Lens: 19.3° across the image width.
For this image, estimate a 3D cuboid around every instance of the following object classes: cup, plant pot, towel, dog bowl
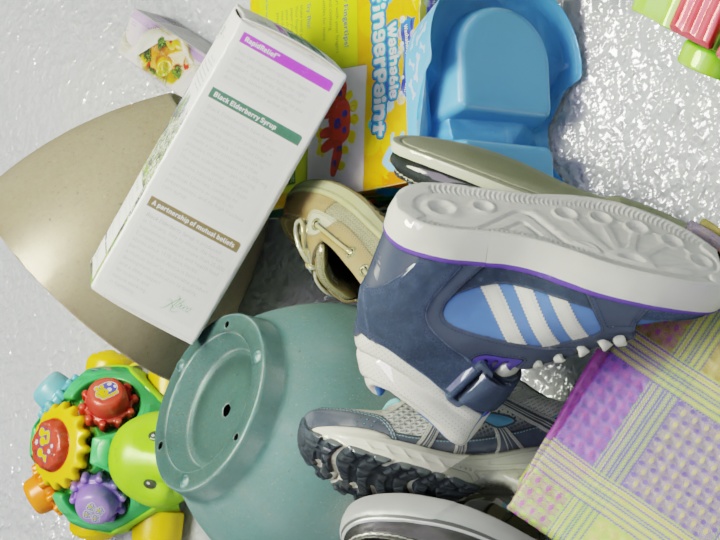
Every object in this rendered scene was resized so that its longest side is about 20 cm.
[{"bbox_3d":[-0.144,-0.039,1.490,0.143,0.200,0.200,-46,52,7],"label":"cup"},{"bbox_3d":[-0.046,0.104,1.349,0.200,0.134,0.201,-34,43,40],"label":"plant pot"},{"bbox_3d":[0.189,0.085,1.179,0.144,0.023,0.200,33,92,24],"label":"towel"},{"bbox_3d":[0.080,-0.084,1.313,0.050,0.111,0.200,-18,71,60],"label":"dog bowl"}]

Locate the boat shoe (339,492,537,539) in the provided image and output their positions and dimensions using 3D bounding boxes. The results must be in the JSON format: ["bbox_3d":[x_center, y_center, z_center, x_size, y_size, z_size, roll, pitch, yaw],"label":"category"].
[{"bbox_3d":[0.078,0.187,1.229,0.200,0.057,0.069,18,135,8],"label":"boat shoe"}]

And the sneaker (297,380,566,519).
[{"bbox_3d":[0.060,0.097,1.263,0.078,0.200,0.086,119,158,-62],"label":"sneaker"}]

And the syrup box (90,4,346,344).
[{"bbox_3d":[-0.093,-0.064,1.354,0.200,0.081,0.079,-59,13,8],"label":"syrup box"}]

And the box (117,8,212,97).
[{"bbox_3d":[-0.107,-0.139,1.555,0.200,0.041,0.039,35,109,42],"label":"box"}]

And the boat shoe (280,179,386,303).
[{"bbox_3d":[0.001,0.002,1.317,0.063,0.073,0.201,-43,42,-13],"label":"boat shoe"}]

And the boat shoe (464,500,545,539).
[{"bbox_3d":[0.053,0.232,1.318,0.068,0.075,0.200,18,86,46],"label":"boat shoe"}]

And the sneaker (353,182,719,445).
[{"bbox_3d":[0.096,0.036,1.188,0.081,0.200,0.147,-84,5,-59],"label":"sneaker"}]

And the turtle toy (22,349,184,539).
[{"bbox_3d":[-0.176,0.131,1.538,0.200,0.101,0.146,2,85,45],"label":"turtle toy"}]

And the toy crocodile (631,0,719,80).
[{"bbox_3d":[0.226,-0.129,1.200,0.200,0.062,0.068,41,112,41],"label":"toy crocodile"}]

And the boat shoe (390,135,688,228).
[{"bbox_3d":[0.105,-0.021,1.239,0.075,0.199,0.066,-92,21,-71],"label":"boat shoe"}]

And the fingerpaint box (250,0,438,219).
[{"bbox_3d":[0.006,-0.142,1.417,0.167,0.073,0.200,-11,77,45],"label":"fingerpaint box"}]
